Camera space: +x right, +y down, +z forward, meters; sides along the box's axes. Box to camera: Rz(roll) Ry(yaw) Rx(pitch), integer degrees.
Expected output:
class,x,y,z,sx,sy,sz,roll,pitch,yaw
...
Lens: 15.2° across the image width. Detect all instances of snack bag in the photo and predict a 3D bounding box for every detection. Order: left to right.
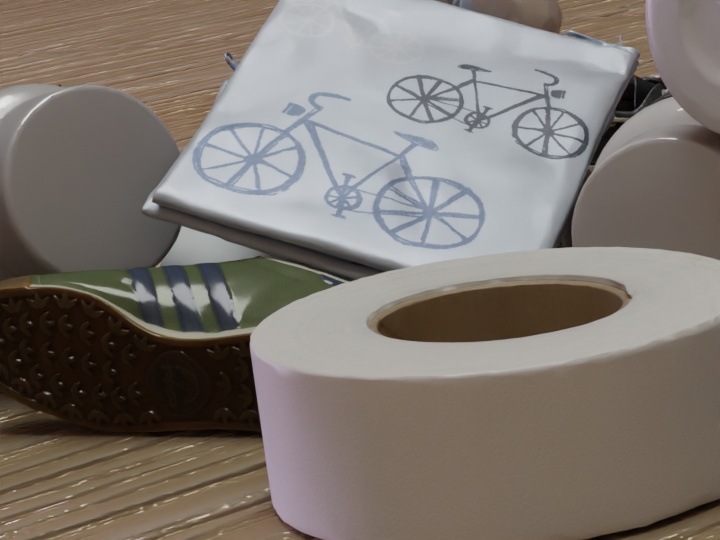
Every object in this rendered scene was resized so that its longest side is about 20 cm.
class,x,y,z,sx,sy,sz,roll,pitch,yaw
snack bag,0.018,-0.067,1.287,0.188,0.021,0.200,16,46,12

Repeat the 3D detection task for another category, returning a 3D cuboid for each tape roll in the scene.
class,x,y,z,sx,sy,sz,roll,pitch,yaw
tape roll,0.059,0.047,1.072,0.202,0.071,0.202,-7,12,1

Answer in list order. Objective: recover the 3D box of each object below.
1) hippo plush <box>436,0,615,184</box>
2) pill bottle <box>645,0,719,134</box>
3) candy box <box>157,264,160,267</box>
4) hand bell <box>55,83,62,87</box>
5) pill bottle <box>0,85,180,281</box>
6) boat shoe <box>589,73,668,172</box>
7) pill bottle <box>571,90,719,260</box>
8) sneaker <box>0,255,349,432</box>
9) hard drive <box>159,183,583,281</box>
class,x,y,z,sx,sy,sz,roll,pitch,yaw
hippo plush,0.062,-0.051,1.426,0.159,0.200,0.161,22,-4,20
pill bottle,0.225,-0.115,1.222,0.112,0.112,0.200,3,5,38
candy box,-0.053,-0.035,1.546,0.200,0.055,0.115,-15,14,-30
hand bell,-0.258,-0.030,1.635,0.200,0.104,0.104,-20,12,0
pill bottle,-0.177,-0.031,1.347,0.114,0.114,0.200,-15,3,-32
boat shoe,0.169,-0.092,1.669,0.200,0.060,0.074,-8,12,-5
pill bottle,0.175,-0.037,1.290,0.114,0.114,0.200,-2,13,24
sneaker,-0.074,0.029,1.230,0.200,0.067,0.090,6,22,22
hard drive,0.000,0.000,1.299,0.200,0.026,0.132,-3,42,17
